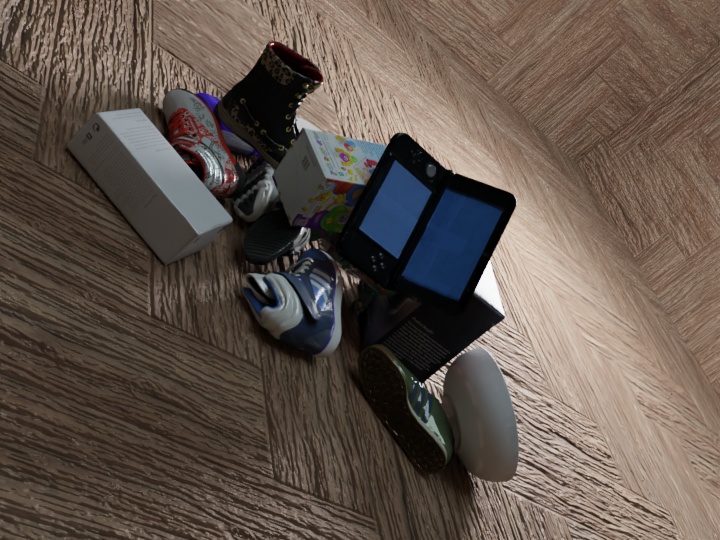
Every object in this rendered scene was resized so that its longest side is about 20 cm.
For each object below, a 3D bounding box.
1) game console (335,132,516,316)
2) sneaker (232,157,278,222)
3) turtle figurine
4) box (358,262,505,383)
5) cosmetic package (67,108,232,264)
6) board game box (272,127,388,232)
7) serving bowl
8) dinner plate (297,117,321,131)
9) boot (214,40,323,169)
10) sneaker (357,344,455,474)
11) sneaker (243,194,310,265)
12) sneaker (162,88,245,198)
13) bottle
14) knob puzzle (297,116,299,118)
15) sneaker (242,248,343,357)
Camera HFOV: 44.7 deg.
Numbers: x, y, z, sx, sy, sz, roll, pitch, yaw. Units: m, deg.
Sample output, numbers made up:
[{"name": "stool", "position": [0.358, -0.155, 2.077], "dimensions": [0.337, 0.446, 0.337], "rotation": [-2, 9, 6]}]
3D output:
[{"name": "game console", "position": [0.092, -0.067, 1.216], "dimensions": [0.172, 0.200, 0.119], "rotation": [36, -15, -35]}, {"name": "sneaker", "position": [-0.143, -0.122, 1.374], "dimensions": [0.081, 0.075, 0.200], "rotation": [50, 22, -19]}, {"name": "turtle figurine", "position": [0.000, 0.000, 1.354], "dimensions": [0.200, 0.100, 0.150], "rotation": [45, -26, 43]}, {"name": "box", "position": [0.104, 0.043, 1.384], "dimensions": [0.123, 0.198, 0.200], "rotation": [38, 25, -24]}, {"name": "cosmetic package", "position": [-0.269, -0.111, 1.128], "dimensions": [0.200, 0.074, 0.102], "rotation": [52, 24, 2]}, {"name": "board game box", "position": [-0.011, -0.123, 1.293], "dimensions": [0.200, 0.103, 0.105], "rotation": [6, 47, -37]}, {"name": "serving bowl", "position": [0.165, 0.218, 1.296], "dimensions": [0.066, 0.200, 0.200], "rotation": [-9, 48, -11]}, {"name": "dinner plate", "position": [-0.080, -0.226, 1.602], "dimensions": [0.200, 0.024, 0.200], "rotation": [39, 21, -18]}, {"name": "boot", "position": [-0.104, -0.237, 1.325], "dimensions": [0.200, 0.151, 0.073], "rotation": [38, 33, -8]}, {"name": "sneaker", "position": [0.071, 0.193, 1.268], "dimensions": [0.201, 0.067, 0.090], "rotation": [58, 23, 8]}, {"name": "sneaker", "position": [-0.112, -0.047, 1.299], "dimensions": [0.074, 0.089, 0.200], "rotation": [15, 35, 14]}, {"name": "sneaker", "position": [-0.254, -0.194, 1.286], "dimensions": [0.202, 0.067, 0.108], "rotation": [57, 22, 13]}, {"name": "bottle", "position": [-0.194, -0.229, 1.435], "dimensions": [0.200, 0.065, 0.084], "rotation": [11, 35, -51]}, {"name": "knob puzzle", "position": [-0.128, -0.239, 1.615], "dimensions": [0.220, 0.030, 0.220], "rotation": [40, 21, -19]}, {"name": "sneaker", "position": [-0.098, 0.017, 1.216], "dimensions": [0.146, 0.080, 0.200], "rotation": [36, 32, -37]}]
